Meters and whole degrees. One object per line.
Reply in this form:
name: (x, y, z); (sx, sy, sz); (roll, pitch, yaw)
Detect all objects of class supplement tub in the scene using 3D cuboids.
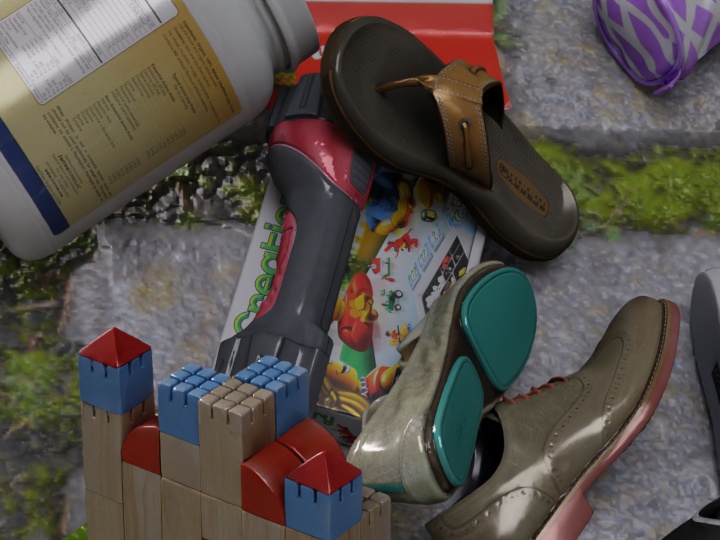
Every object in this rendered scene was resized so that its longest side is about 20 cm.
supplement tub: (-0.136, -0.114, 1.287); (0.200, 0.144, 0.145); (-34, 69, -9)

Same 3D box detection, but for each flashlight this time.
flashlight: (-0.037, -0.007, 1.276); (0.068, 0.068, 0.201); (18, 62, -3)

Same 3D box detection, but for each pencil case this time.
pencil case: (0.236, -0.183, 1.460); (0.200, 0.084, 0.086); (-28, 91, -22)

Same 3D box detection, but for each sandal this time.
sandal: (0.059, -0.074, 1.305); (0.200, 0.055, 0.082); (39, 50, -28)

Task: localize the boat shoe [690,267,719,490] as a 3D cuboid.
boat shoe: (0.225, 0.084, 1.302); (0.056, 0.069, 0.201); (0, 57, -10)

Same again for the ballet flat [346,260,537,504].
ballet flat: (0.038, 0.054, 1.237); (0.062, 0.068, 0.200); (-14, 20, 24)

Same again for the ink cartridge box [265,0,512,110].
ink cartridge box: (0.000, -0.177, 1.410); (0.162, 0.050, 0.200); (0, 45, -10)

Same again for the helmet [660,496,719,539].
helmet: (0.198, 0.204, 1.152); (0.199, 0.191, 0.201); (1, 97, 7)

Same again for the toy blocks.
toy blocks: (-0.061, 0.102, 1.158); (0.200, 0.137, 0.100); (18, 31, 31)

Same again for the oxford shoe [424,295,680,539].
oxford shoe: (0.105, 0.079, 1.274); (0.075, 0.070, 0.200); (36, 59, -3)

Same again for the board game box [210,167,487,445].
board game box: (0.000, 0.000, 1.331); (0.126, 0.035, 0.200); (15, 58, 0)
